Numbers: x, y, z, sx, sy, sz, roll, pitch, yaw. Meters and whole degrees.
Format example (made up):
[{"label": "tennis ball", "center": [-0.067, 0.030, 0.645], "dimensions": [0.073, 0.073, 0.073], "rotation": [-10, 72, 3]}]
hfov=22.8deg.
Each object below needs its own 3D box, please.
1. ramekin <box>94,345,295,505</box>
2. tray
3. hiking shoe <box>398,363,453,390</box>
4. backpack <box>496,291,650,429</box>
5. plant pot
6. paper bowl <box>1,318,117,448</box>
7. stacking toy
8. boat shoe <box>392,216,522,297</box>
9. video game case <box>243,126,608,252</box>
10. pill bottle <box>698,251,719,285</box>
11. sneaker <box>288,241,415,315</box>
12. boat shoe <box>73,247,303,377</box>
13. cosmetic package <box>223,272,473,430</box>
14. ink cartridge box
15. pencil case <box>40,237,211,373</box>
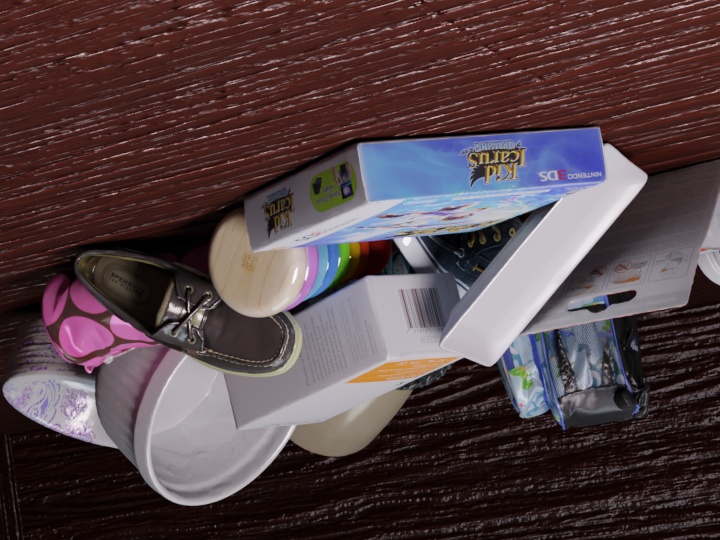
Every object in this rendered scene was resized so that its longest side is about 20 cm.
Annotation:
[{"label": "ramekin", "center": [-0.149, 0.102, 1.633], "dimensions": [0.105, 0.201, 0.200], "rotation": [31, -159, 36]}, {"label": "tray", "center": [0.138, -0.014, 1.390], "dimensions": [0.200, 0.022, 0.107], "rotation": [-51, 151, 8]}, {"label": "hiking shoe", "center": [0.006, 0.082, 1.876], "dimensions": [0.199, 0.075, 0.087], "rotation": [-9, -146, -24]}, {"label": "backpack", "center": [0.202, 0.053, 1.780], "dimensions": [0.146, 0.201, 0.183], "rotation": [-10, 170, 7]}, {"label": "plant pot", "center": [0.003, 0.100, 2.139], "dimensions": [0.187, 0.188, 0.200], "rotation": [-4, 158, -37]}, {"label": "paper bowl", "center": [-0.248, 0.099, 1.784], "dimensions": [0.199, 0.105, 0.201], "rotation": [12, 156, 5]}, {"label": "stacking toy", "center": [-0.036, -0.012, 1.428], "dimensions": [0.085, 0.086, 0.200], "rotation": [-12, 177, 28]}, {"label": "boat shoe", "center": [0.085, -0.033, 1.502], "dimensions": [0.091, 0.071, 0.200], "rotation": [-38, 154, 9]}, {"label": "video game case", "center": [0.044, -0.056, 1.278], "dimensions": [0.199, 0.046, 0.181], "rotation": [-6, 174, -29]}, {"label": "pill bottle", "center": [0.390, -0.038, 1.635], "dimensions": [0.111, 0.112, 0.200], "rotation": [-7, 174, -21]}, {"label": "sneaker", "center": [0.000, 0.000, 1.556], "dimensions": [0.086, 0.078, 0.200], "rotation": [-4, -172, 28]}, {"label": "boat shoe", "center": [-0.142, 0.033, 1.411], "dimensions": [0.199, 0.074, 0.065], "rotation": [18, -179, 22]}, {"label": "cosmetic package", "center": [-0.014, 0.068, 1.467], "dimensions": [0.101, 0.072, 0.200], "rotation": [-2, 162, -42]}, {"label": "ink cartridge box", "center": [0.225, -0.006, 1.489], "dimensions": [0.159, 0.047, 0.200], "rotation": [-12, -148, 31]}, {"label": "pencil case", "center": [-0.163, 0.028, 1.506], "dimensions": [0.199, 0.094, 0.091], "rotation": [-11, -165, 21]}]
